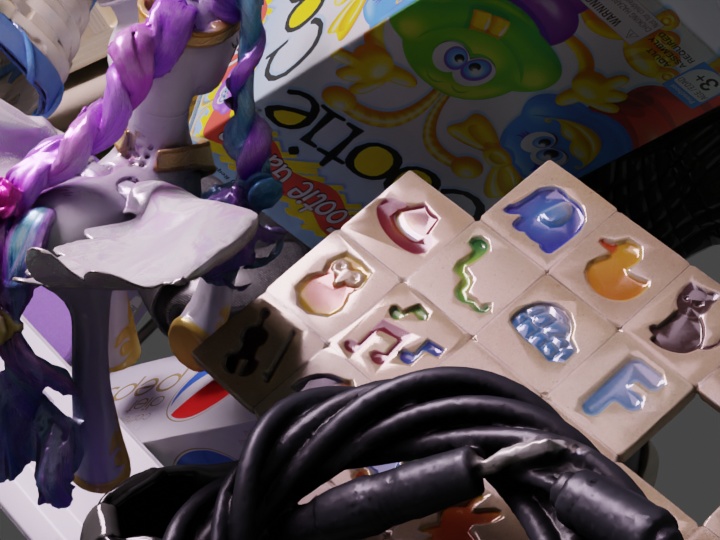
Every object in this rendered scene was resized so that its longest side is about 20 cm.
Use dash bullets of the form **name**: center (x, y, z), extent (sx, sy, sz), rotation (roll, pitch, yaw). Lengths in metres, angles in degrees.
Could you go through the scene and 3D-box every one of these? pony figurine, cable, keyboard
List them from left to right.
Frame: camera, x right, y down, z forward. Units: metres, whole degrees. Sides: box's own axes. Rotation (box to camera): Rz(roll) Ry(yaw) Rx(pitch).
- **keyboard**: center (-0.135, 0.056, 0.841), extent (0.056, 0.011, 0.200), rotation (-42, 56, -8)
- **pony figurine**: center (-0.099, -0.015, 0.736), extent (0.166, 0.200, 0.193), rotation (27, 34, 19)
- **cable**: center (-0.005, 0.118, 0.597), extent (0.200, 0.051, 0.163), rotation (-48, 57, -2)

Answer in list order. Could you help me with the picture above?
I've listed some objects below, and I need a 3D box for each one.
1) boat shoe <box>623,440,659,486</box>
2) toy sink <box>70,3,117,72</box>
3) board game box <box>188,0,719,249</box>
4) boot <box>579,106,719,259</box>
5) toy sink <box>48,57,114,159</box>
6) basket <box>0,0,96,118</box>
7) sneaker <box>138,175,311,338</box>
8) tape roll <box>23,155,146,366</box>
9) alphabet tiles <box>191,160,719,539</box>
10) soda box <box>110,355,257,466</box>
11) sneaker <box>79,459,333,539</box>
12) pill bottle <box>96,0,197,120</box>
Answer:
- **boat shoe**: center (0.061, 0.040, 0.748), extent (0.073, 0.063, 0.200), rotation (-26, 21, 25)
- **toy sink**: center (-0.144, -0.187, 1.175), extent (0.200, 0.112, 0.130), rotation (-14, 24, 48)
- **board game box**: center (0.043, -0.091, 0.808), extent (0.200, 0.105, 0.103), rotation (-28, 36, 41)
- **boot**: center (0.143, -0.050, 0.859), extent (0.200, 0.068, 0.131), rotation (-11, 19, 47)
- **toy sink**: center (-0.107, -0.058, 1.156), extent (0.130, 0.112, 0.200), rotation (-25, 17, 27)
- **basket**: center (-0.221, -0.088, 1.006), extent (0.176, 0.139, 0.200), rotation (-33, 26, 45)
- **sneaker**: center (0.000, 0.000, 0.915), extent (0.200, 0.073, 0.112), rotation (-6, 48, -17)
- **tape roll**: center (-0.164, 0.042, 0.987), extent (0.200, 0.066, 0.200), rotation (-52, -1, -2)
- **alphabet tiles**: center (0.045, 0.051, 0.665), extent (0.167, 0.008, 0.200), rotation (-40, 55, -15)
- **soda box**: center (-0.058, 0.074, 0.853), extent (0.200, 0.068, 0.064), rotation (-15, 27, 44)
- **sneaker**: center (-0.074, 0.111, 0.718), extent (0.200, 0.100, 0.070), rotation (-31, 49, 8)
- **pill bottle**: center (-0.046, -0.087, 1.012), extent (0.112, 0.200, 0.112), rotation (-30, 20, 12)
